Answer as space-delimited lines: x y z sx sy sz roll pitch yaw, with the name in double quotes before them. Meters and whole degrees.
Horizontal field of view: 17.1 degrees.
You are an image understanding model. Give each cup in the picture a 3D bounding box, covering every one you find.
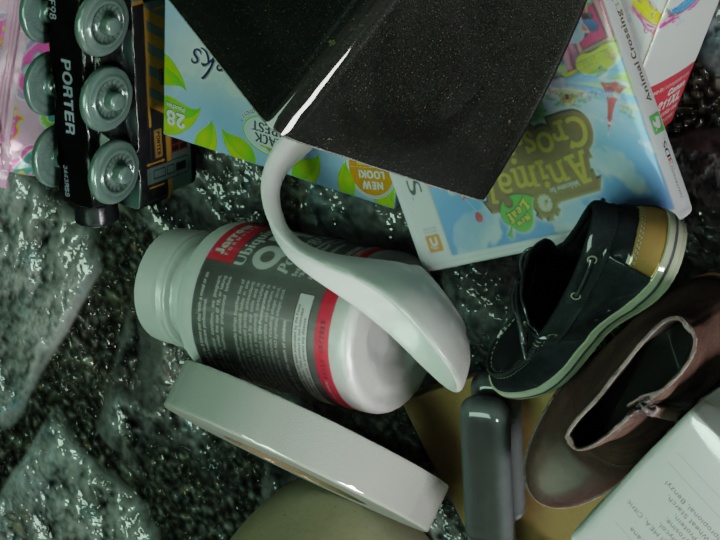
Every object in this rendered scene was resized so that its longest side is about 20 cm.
"cup" -0.046 0.266 1.707 0.200 0.143 0.201 17 119 34

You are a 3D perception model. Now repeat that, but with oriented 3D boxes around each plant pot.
"plant pot" 0.015 -0.183 1.302 0.177 0.200 0.200 -51 56 19

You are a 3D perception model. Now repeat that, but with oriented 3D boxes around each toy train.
"toy train" -0.171 -0.132 1.656 0.085 0.114 0.200 15 116 38

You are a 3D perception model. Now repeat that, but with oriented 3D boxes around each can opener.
"can opener" 0.098 0.154 1.538 0.066 0.053 0.200 3 125 18

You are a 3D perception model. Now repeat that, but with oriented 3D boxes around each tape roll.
"tape roll" -0.037 0.119 1.613 0.203 0.203 0.037 21 81 32

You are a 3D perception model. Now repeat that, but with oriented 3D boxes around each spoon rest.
"spoon rest" 0.000 0.000 1.501 0.200 0.061 0.099 52 173 19

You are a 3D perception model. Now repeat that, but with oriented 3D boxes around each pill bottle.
"pill bottle" -0.054 0.026 1.631 0.200 0.111 0.111 11 115 35

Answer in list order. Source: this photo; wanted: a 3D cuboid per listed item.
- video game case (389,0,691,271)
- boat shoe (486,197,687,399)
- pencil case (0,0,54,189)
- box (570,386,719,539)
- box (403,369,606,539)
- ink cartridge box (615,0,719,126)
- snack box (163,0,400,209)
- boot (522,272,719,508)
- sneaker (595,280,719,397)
"video game case" 0.084 -0.100 1.413 0.200 0.022 0.182 -12 102 43
"boat shoe" 0.117 0.014 1.392 0.062 0.075 0.200 20 149 -15
"pencil case" -0.236 -0.160 1.717 0.087 0.087 0.200 31 124 26
"box" 0.265 0.149 1.360 0.200 0.199 0.131 46 130 12
"box" 0.114 0.137 1.558 0.164 0.021 0.200 63 152 -2
"ink cartridge box" 0.139 -0.192 1.396 0.146 0.083 0.200 36 128 23
"snack box" -0.035 -0.149 1.569 0.200 0.068 0.169 21 120 33
"boot" 0.141 0.078 1.367 0.072 0.166 0.200 47 114 10
"sneaker" 0.136 0.012 1.492 0.200 0.078 0.085 54 133 7
